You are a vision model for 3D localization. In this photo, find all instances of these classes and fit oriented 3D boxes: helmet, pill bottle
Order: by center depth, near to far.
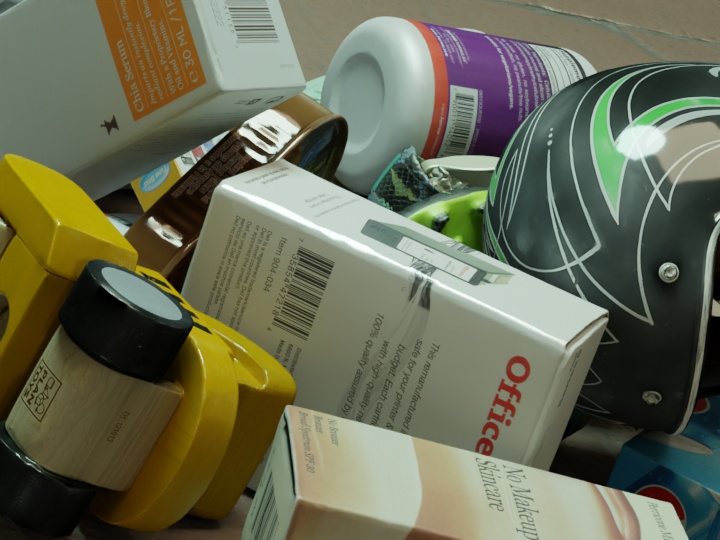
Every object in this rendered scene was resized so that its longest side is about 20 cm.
[{"bbox_3d":[0.158,-0.014,1.243,0.190,0.201,0.200,-21,37,-21],"label":"helmet"},{"bbox_3d":[0.080,-0.094,1.463,0.199,0.113,0.112,6,23,-33],"label":"pill bottle"}]

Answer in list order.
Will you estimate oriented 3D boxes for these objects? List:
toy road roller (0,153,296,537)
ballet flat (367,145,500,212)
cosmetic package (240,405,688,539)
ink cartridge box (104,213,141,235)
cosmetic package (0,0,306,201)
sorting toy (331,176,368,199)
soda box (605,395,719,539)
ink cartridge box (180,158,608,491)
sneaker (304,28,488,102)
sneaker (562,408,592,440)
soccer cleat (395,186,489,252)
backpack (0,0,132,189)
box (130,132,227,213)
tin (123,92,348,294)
[{"bbox_3d":[-0.125,0.048,1.110,0.146,0.123,0.200,22,14,-41],"label":"toy road roller"},{"bbox_3d":[0.103,-0.028,1.378,0.199,0.075,0.074,14,20,-17],"label":"ballet flat"},{"bbox_3d":[0.049,0.142,1.058,0.199,0.088,0.103,15,19,-12],"label":"cosmetic package"},{"bbox_3d":[-0.200,-0.027,1.328,0.162,0.050,0.200,-1,31,-45],"label":"ink cartridge box"},{"bbox_3d":[-0.134,-0.105,1.223,0.071,0.199,0.102,-9,77,-52],"label":"cosmetic package"},{"bbox_3d":[0.082,-0.004,1.499,0.198,0.070,0.200,27,21,21],"label":"sorting toy"},{"bbox_3d":[0.201,0.116,1.302,0.068,0.064,0.200,27,20,21],"label":"soda box"},{"bbox_3d":[0.006,0.052,1.166,0.199,0.146,0.084,25,19,16],"label":"ink cartridge box"},{"bbox_3d":[0.001,-0.104,1.577,0.199,0.074,0.118,-20,11,19],"label":"sneaker"},{"bbox_3d":[0.042,0.040,1.341,0.199,0.072,0.080,28,18,20],"label":"sneaker"},{"bbox_3d":[0.000,0.000,1.310,0.199,0.068,0.081,-27,29,-15],"label":"soccer cleat"},{"bbox_3d":[-0.183,-0.125,1.489,0.167,0.127,0.199,45,29,27],"label":"backpack"},{"bbox_3d":[-0.111,-0.102,1.377,0.119,0.041,0.201,2,54,-57],"label":"box"},{"bbox_3d":[-0.080,-0.020,1.247,0.042,0.112,0.200,33,57,17],"label":"tin"}]
